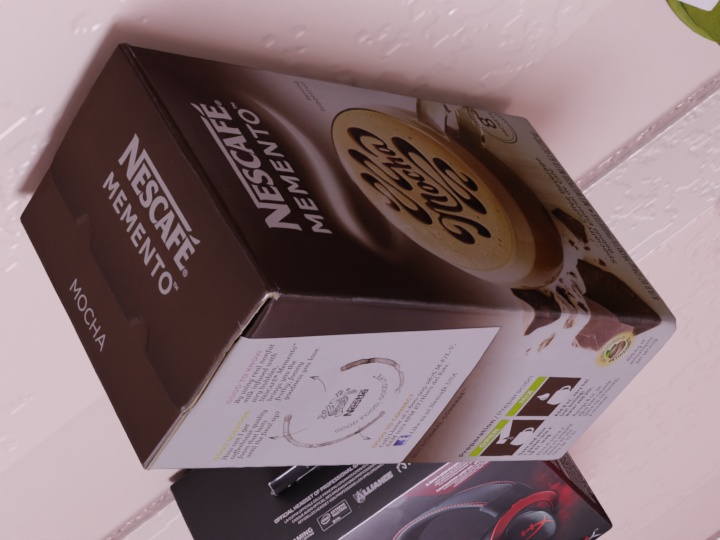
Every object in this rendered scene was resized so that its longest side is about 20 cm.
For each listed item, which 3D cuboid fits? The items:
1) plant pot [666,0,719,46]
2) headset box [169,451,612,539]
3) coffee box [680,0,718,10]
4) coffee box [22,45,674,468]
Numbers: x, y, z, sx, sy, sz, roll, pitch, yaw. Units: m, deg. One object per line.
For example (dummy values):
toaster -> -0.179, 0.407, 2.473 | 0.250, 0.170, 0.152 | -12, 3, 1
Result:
plant pot -> 0.242, -0.097, 0.602 | 0.199, 0.193, 0.201 | -23, 147, -16
headset box -> 0.016, 0.109, 0.794 | 0.148, 0.075, 0.200 | -35, 148, 6
coffee box -> 0.104, -0.186, 0.439 | 0.080, 0.113, 0.200 | 6, 131, -45
coffee box -> 0.000, 0.000, 0.584 | 0.199, 0.113, 0.080 | 4, 133, -45
